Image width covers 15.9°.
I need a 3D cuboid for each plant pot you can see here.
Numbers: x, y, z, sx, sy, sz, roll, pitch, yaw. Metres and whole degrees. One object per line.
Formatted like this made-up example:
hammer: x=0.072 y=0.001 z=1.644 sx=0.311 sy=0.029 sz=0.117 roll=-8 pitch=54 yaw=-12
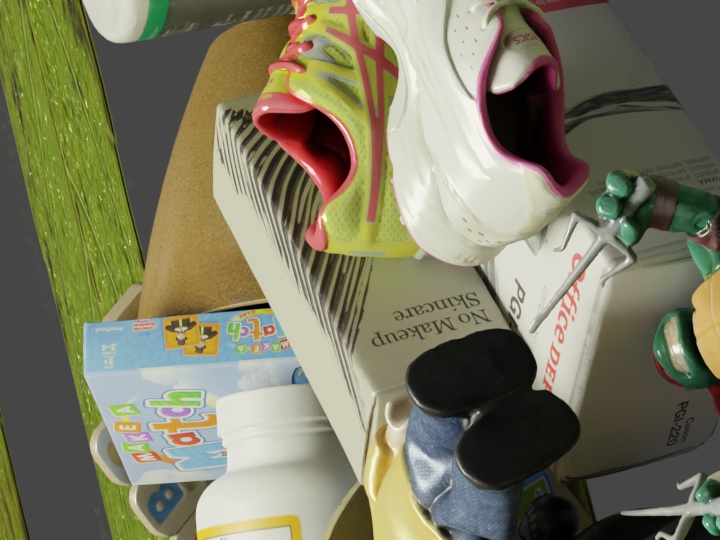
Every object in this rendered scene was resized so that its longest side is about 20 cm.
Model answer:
plant pot: x=-0.039 y=-0.033 z=1.436 sx=0.187 sy=0.185 sz=0.201 roll=116 pitch=153 yaw=-60

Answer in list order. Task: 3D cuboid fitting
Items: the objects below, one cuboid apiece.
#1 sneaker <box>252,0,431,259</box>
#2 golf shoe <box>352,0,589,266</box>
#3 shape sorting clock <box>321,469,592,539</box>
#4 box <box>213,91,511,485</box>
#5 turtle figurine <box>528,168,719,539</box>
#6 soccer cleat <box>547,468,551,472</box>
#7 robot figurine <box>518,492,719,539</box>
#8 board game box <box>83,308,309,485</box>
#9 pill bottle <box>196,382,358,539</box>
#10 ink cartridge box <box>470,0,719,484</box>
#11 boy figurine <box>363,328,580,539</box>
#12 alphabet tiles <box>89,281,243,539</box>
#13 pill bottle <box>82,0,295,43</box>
sneaker: x=-0.010 y=-0.096 z=1.173 sx=0.078 sy=0.090 sz=0.201 roll=116 pitch=140 yaw=-63
golf shoe: x=0.047 y=-0.107 z=1.086 sx=0.091 sy=0.075 sz=0.202 roll=-19 pitch=85 yaw=52
shape sorting clock: x=0.053 y=0.181 z=1.252 sx=0.039 sy=0.199 sz=0.202 roll=-11 pitch=92 yaw=51
box: x=0.000 y=0.000 z=1.217 sx=0.069 sy=0.082 sz=0.201 roll=96 pitch=152 yaw=-46
turtle figurine: x=0.154 y=0.016 z=1.023 sx=0.150 sy=0.100 sz=0.200 roll=60 pitch=142 yaw=6
soccer cleat: x=0.070 y=0.120 z=1.355 sx=0.076 sy=0.066 sz=0.201 roll=31 pitch=136 yaw=49
robot figurine: x=0.128 y=0.184 z=1.162 sx=0.200 sy=0.124 sz=0.151 roll=108 pitch=167 yaw=-55
board game box: x=-0.036 y=0.065 z=1.368 sx=0.152 sy=0.198 sz=0.037 roll=79 pitch=-172 yaw=-63
pill bottle: x=-0.027 y=0.161 z=1.280 sx=0.104 sy=0.103 sz=0.202 roll=147 pitch=119 yaw=-69
ink cartridge box: x=0.095 y=-0.026 z=1.180 sx=0.146 sy=0.084 sz=0.201 roll=98 pitch=150 yaw=-45
boy figurine: x=0.044 y=0.117 z=1.114 sx=0.125 sy=0.064 sz=0.201 roll=54 pitch=155 yaw=30
alphabet tiles: x=-0.068 y=0.076 z=1.506 sx=0.015 sy=0.196 sz=0.201 roll=-5 pitch=127 yaw=49
pill bottle: x=-0.041 y=-0.184 z=1.282 sx=0.113 sy=0.199 sz=0.114 roll=167 pitch=90 yaw=-70
